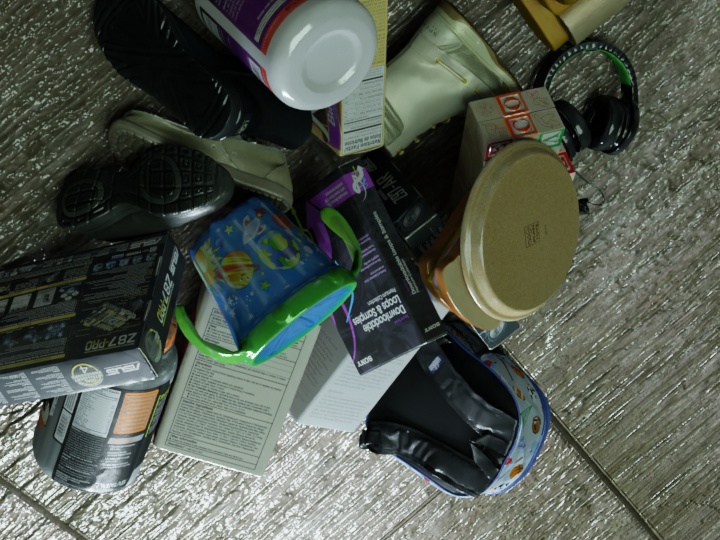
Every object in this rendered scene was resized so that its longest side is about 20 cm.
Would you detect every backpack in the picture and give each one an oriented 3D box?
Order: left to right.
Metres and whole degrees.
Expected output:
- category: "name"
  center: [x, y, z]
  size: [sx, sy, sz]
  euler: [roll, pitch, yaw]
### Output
- category: "backpack"
  center: [0.123, 0.171, 1.740]
  size: [0.154, 0.190, 0.201]
  euler: [3, 120, -46]

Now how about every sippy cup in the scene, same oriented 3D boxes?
- category: "sippy cup"
  center: [-0.094, 0.003, 1.465]
  size: [0.140, 0.130, 0.178]
  euler: [-44, 170, 30]

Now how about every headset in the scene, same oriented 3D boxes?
- category: "headset"
  center: [0.247, -0.162, 1.680]
  size: [0.123, 0.094, 0.201]
  euler: [-9, 108, -20]

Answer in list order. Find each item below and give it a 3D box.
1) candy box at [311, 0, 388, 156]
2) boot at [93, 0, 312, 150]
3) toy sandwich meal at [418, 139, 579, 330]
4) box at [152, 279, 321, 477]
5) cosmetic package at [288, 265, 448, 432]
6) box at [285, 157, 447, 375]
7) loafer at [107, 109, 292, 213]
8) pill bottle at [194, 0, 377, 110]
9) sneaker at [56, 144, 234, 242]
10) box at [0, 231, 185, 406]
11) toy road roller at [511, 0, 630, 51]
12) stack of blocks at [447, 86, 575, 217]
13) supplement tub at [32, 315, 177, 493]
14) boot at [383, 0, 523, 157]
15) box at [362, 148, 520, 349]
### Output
- category: "candy box"
  center: [-0.025, -0.228, 1.464]
  size: [0.056, 0.117, 0.201]
  euler: [-15, 126, -27]
- category: "boot"
  center: [-0.149, -0.193, 1.445]
  size: [0.076, 0.200, 0.168]
  euler: [-50, 162, 17]
- category: "toy sandwich meal"
  center: [0.146, -0.036, 1.522]
  size: [0.205, 0.070, 0.206]
  euler: [-12, 107, -44]
- category: "box"
  center: [-0.133, 0.100, 1.606]
  size: [0.127, 0.109, 0.201]
  euler: [18, 112, -10]
- category: "cosmetic package"
  center: [-0.001, 0.083, 1.678]
  size: [0.101, 0.071, 0.200]
  euler: [16, 118, -48]
- category: "box"
  center: [0.000, 0.000, 1.545]
  size: [0.036, 0.143, 0.201]
  euler: [-26, 86, -33]
- category: "loafer"
  center: [-0.159, -0.116, 1.506]
  size: [0.199, 0.069, 0.076]
  euler: [23, 146, -20]
- category: "pill bottle"
  center: [-0.079, -0.241, 1.373]
  size: [0.112, 0.200, 0.113]
  euler: [-23, 138, -23]
- category: "sneaker"
  center: [-0.202, -0.069, 1.474]
  size: [0.199, 0.076, 0.091]
  euler: [-6, 157, 30]
- category: "box"
  center: [-0.279, 0.048, 1.446]
  size: [0.199, 0.162, 0.049]
  euler: [-12, 129, 16]
- category: "toy road roller"
  center: [0.216, -0.309, 1.511]
  size: [0.123, 0.146, 0.200]
  euler: [-40, 128, 3]
- category: "stack of blocks"
  center: [0.167, -0.108, 1.602]
  size: [0.115, 0.059, 0.200]
  euler: [-14, 149, -12]
- category: "supplement tub"
  center: [-0.264, 0.124, 1.559]
  size: [0.122, 0.123, 0.200]
  euler: [6, 124, -28]
- category: "boot"
  center: [0.091, -0.172, 1.587]
  size: [0.155, 0.072, 0.200]
  euler: [-41, 129, 6]
- category: "box"
  center: [0.081, -0.024, 1.617]
  size: [0.043, 0.160, 0.200]
  euler: [-38, 129, 2]
